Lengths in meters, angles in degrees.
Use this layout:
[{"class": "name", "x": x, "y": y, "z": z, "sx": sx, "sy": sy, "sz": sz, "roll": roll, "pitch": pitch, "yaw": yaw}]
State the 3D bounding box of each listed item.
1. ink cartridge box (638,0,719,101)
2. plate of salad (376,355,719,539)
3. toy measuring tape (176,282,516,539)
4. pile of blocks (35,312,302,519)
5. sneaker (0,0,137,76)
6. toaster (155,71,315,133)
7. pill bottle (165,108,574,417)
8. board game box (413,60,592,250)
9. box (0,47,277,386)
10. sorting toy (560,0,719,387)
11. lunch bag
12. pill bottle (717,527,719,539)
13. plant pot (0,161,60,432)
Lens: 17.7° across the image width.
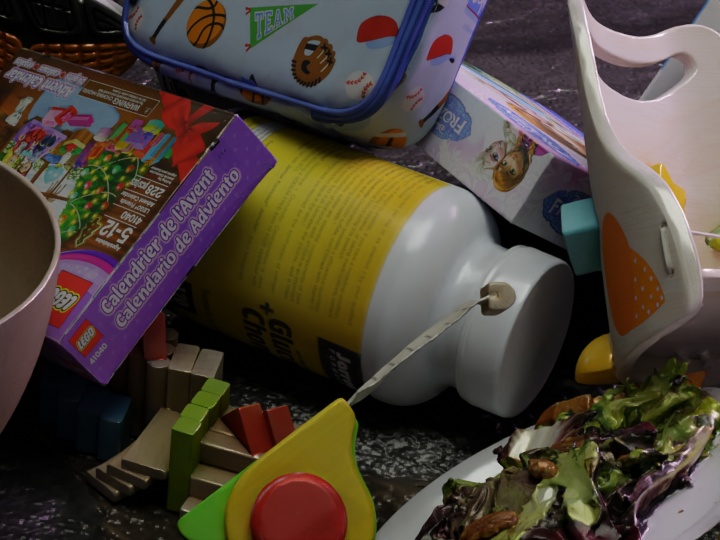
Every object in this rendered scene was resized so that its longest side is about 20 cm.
[{"class": "ink cartridge box", "x": 0.207, "y": -0.086, "z": 1.266, "sx": 0.067, "sy": 0.117, "sz": 0.200, "roll": 36, "pitch": 9, "yaw": 14}, {"class": "plate of salad", "x": 0.083, "y": 0.093, "z": 0.998, "sx": 0.199, "sy": 0.048, "sz": 0.200, "roll": -22, "pitch": 16, "yaw": 7}, {"class": "toy measuring tape", "x": 0.002, "y": 0.089, "z": 1.005, "sx": 0.199, "sy": 0.074, "sz": 0.074, "roll": -37, "pitch": 44, "yaw": -10}, {"class": "pile of blocks", "x": -0.102, "y": 0.056, "z": 1.084, "sx": 0.199, "sy": 0.063, "sz": 0.082, "roll": 30, "pitch": 38, "yaw": 34}, {"class": "sneaker", "x": -0.221, "y": -0.169, "z": 1.422, "sx": 0.198, "sy": 0.076, "sz": 0.092, "roll": 15, "pitch": 28, "yaw": 11}, {"class": "toaster", "x": -0.053, "y": -0.153, "z": 1.325, "sx": 0.128, "sy": 0.200, "sz": 0.115, "roll": 0, "pitch": 71, "yaw": 3}, {"class": "pill bottle", "x": 0.000, "y": 0.000, "z": 1.144, "sx": 0.199, "sy": 0.113, "sz": 0.112, "roll": 21, "pitch": 35, "yaw": 24}, {"class": "board game box", "x": 0.093, "y": -0.058, "z": 1.230, "sx": 0.199, "sy": 0.041, "sz": 0.200, "roll": 23, "pitch": 13, "yaw": -45}, {"class": "box", "x": -0.147, "y": -0.032, "z": 1.129, "sx": 0.199, "sy": 0.039, "sz": 0.137, "roll": 19, "pitch": 68, "yaw": 49}, {"class": "sorting toy", "x": 0.155, "y": -0.043, "z": 1.095, "sx": 0.199, "sy": 0.106, "sz": 0.181, "roll": 5, "pitch": 65, "yaw": -47}, {"class": "lunch bag", "x": -0.028, "y": -0.158, "z": 1.173, "sx": 0.199, "sy": 0.161, "sz": 0.075, "roll": 23, "pitch": 2, "yaw": 35}, {"class": "pill bottle", "x": 0.174, "y": 0.161, "z": 0.842, "sx": 0.110, "sy": 0.111, "sz": 0.201, "roll": 12, "pitch": 71, "yaw": 10}, {"class": "plant pot", "x": -0.233, "y": 0.042, "z": 1.015, "sx": 0.198, "sy": 0.135, "sz": 0.201, "roll": 4, "pitch": 32, "yaw": -3}]
